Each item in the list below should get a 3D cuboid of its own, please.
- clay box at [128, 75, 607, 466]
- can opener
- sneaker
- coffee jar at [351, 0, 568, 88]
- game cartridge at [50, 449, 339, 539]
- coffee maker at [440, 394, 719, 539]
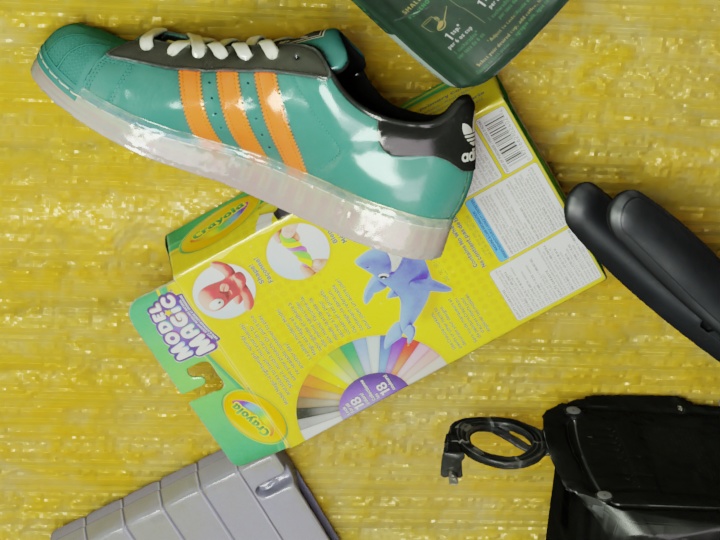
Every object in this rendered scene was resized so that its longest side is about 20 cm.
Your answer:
[{"bbox_3d":[0.000,0.000,1.299,0.200,0.048,0.115,-27,121,8],"label":"clay box"},{"bbox_3d":[0.163,0.011,1.316,0.200,0.063,0.079,31,68,-36],"label":"can opener"},{"bbox_3d":[-0.043,-0.078,1.218,0.200,0.071,0.080,22,106,4],"label":"sneaker"},{"bbox_3d":[0.000,-0.171,1.176,0.200,0.085,0.104,35,111,-26],"label":"coffee jar"},{"bbox_3d":[-0.057,0.181,1.406,0.130,0.038,0.200,-23,121,10],"label":"game cartridge"},{"bbox_3d":[0.127,0.170,1.387,0.192,0.135,0.200,15,118,9],"label":"coffee maker"}]
